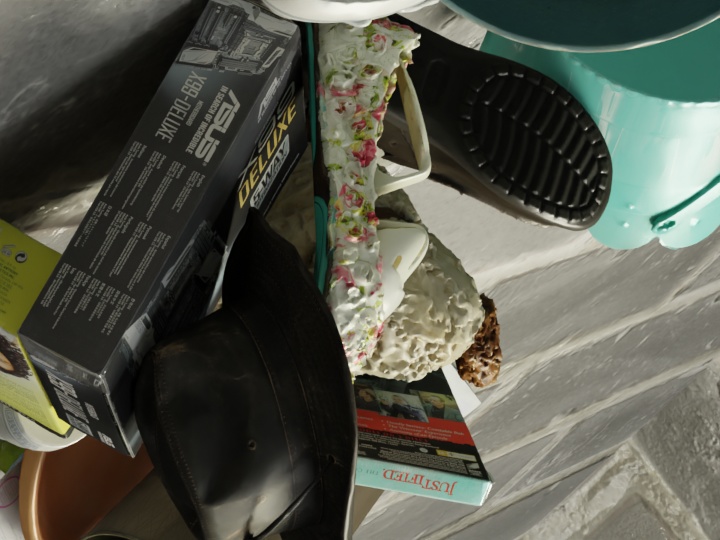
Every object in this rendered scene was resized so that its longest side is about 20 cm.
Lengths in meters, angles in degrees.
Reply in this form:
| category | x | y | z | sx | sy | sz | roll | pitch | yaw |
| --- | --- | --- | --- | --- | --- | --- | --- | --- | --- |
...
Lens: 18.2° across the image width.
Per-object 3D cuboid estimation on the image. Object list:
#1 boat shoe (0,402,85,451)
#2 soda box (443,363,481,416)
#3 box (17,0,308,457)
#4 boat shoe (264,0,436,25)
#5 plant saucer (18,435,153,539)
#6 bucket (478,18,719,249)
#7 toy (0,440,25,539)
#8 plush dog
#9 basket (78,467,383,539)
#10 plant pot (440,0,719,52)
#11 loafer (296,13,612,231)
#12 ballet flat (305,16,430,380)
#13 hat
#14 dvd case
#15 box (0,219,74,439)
| category | x | y | z | sx | sy | sz | roll | pitch | yaw |
| --- | --- | --- | --- | --- | --- | --- | --- | --- | --- |
| boat shoe | -0.139 | 0.038 | 1.326 | 0.200 | 0.072 | 0.068 | -47 | -157 | -28 |
| soda box | 0.006 | 0.041 | 1.518 | 0.063 | 0.068 | 0.200 | -38 | 139 | 1 |
| box | -0.094 | -0.021 | 1.127 | 0.201 | 0.049 | 0.158 | -62 | 172 | -17 |
| boat shoe | 0.012 | -0.152 | 1.090 | 0.200 | 0.072 | 0.069 | -36 | 169 | -46 |
| plant saucer | -0.145 | 0.110 | 1.437 | 0.200 | 0.037 | 0.202 | -31 | 135 | -37 |
| bucket | 0.169 | -0.132 | 1.293 | 0.206 | 0.208 | 0.135 | -32 | 159 | -22 |
| toy | -0.202 | 0.127 | 1.459 | 0.200 | 0.047 | 0.116 | -41 | 148 | -21 |
| plush dog | 0.000 | 0.000 | 1.259 | 0.199 | 0.172 | 0.162 | 5 | 116 | -41 |
| basket | -0.066 | 0.147 | 1.413 | 0.200 | 0.136 | 0.180 | -48 | -178 | -30 |
| plant pot | 0.096 | -0.211 | 0.948 | 0.200 | 0.200 | 0.135 | -43 | -161 | 20 |
| loafer | 0.047 | -0.084 | 1.219 | 0.073 | 0.199 | 0.071 | -63 | -167 | -18 |
| ballet flat | 0.004 | -0.037 | 1.114 | 0.063 | 0.202 | 0.076 | 1 | 171 | -2 |
| hat | -0.066 | 0.073 | 1.093 | 0.080 | 0.202 | 0.201 | -11 | 157 | -17 |
| dvd case | -0.011 | 0.071 | 1.337 | 0.145 | 0.200 | 0.022 | 11 | 113 | -16 |
| box | -0.181 | 0.027 | 1.157 | 0.050 | 0.075 | 0.200 | -59 | 170 | -15 |
